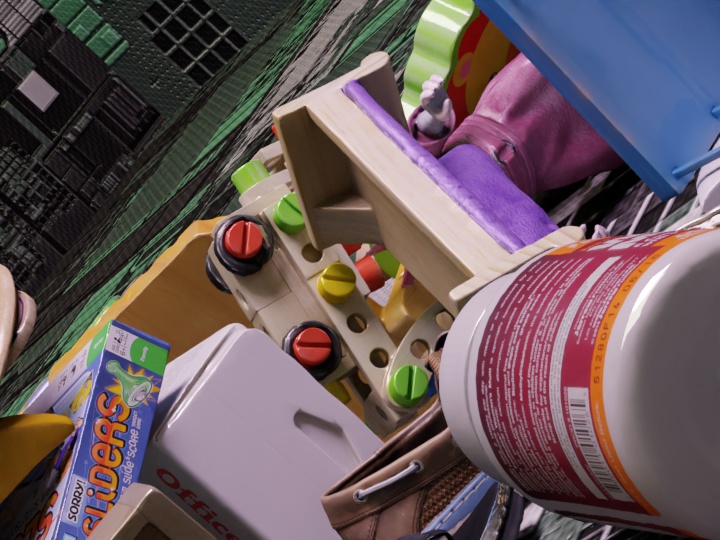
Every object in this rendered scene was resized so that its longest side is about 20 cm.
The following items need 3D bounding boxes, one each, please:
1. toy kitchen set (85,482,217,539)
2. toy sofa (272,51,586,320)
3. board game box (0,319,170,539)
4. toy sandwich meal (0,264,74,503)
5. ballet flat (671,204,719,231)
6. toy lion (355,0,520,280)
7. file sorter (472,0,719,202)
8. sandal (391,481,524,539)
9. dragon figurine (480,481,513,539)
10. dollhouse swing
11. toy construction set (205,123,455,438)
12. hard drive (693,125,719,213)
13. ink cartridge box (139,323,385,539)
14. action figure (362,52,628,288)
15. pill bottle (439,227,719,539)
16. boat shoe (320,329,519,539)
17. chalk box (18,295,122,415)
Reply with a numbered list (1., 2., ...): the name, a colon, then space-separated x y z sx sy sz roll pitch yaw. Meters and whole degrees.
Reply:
1. toy kitchen set: -0.037 0.191 0.864 0.163 0.180 0.200 -51 11 -12
2. toy sofa: 0.048 -0.022 1.223 0.097 0.083 0.200 -28 37 -12
3. board game box: -0.159 0.127 1.292 0.200 0.034 0.136 -44 28 47
4. toy sandwich meal: -0.196 0.096 1.276 0.205 0.070 0.206 -48 26 33
5. ballet flat: 0.174 -0.007 1.122 0.200 0.068 0.062 -40 -16 23
6. toy lion: 0.066 -0.101 1.583 0.200 0.068 0.192 -52 -27 -21
7. file sorter: 0.177 -0.163 1.294 0.123 0.139 0.200 -28 21 51
8. sandal: -0.003 0.168 1.199 0.200 0.043 0.076 -46 10 10
9. dragon figurine: 0.012 0.168 1.087 0.200 0.059 0.099 -47 10 6
10. dollhouse swing: -0.053 0.042 1.514 0.200 0.176 0.182 -45 11 22
11. toy construction set: 0.000 0.000 1.350 0.131 0.200 0.092 -30 -23 -18
12. hard drive: 0.215 -0.098 1.342 0.132 0.025 0.200 -45 10 15
13. ink cartridge box: -0.071 0.125 1.355 0.084 0.145 0.200 -55 12 -32
14. action figure: 0.068 -0.064 1.479 0.200 0.134 0.149 -39 16 -23
15. pill bottle: 0.105 0.041 1.010 0.110 0.110 0.200 -50 14 -13
16. boat shoe: 0.064 0.059 1.247 0.200 0.072 0.072 -48 9 -2
17. chalk box: -0.137 0.108 1.674 0.200 0.123 0.125 -53 -10 -24
